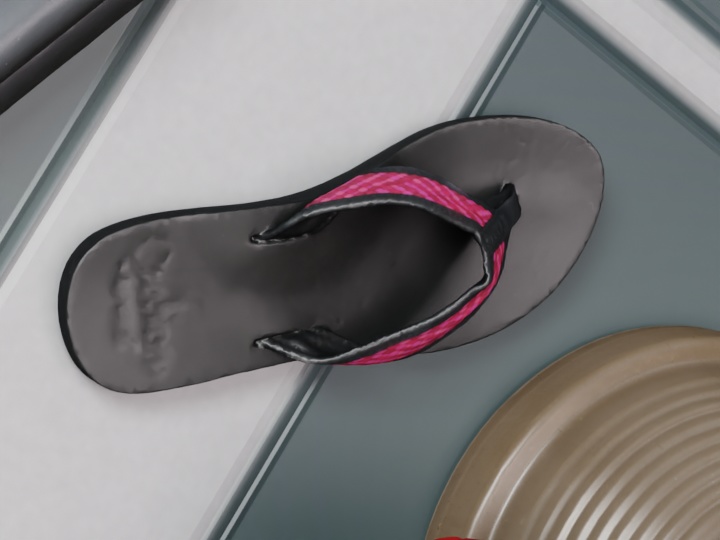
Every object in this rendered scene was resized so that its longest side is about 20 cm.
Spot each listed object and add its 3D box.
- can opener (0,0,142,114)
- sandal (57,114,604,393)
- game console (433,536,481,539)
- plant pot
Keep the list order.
[{"bbox_3d":[-0.078,-0.120,0.867,0.200,0.053,0.067,-41,82,-17],"label":"can opener"},{"bbox_3d":[0.000,0.000,0.919,0.199,0.045,0.076,-15,104,-26],"label":"sandal"},{"bbox_3d":[0.071,0.177,0.887,0.199,0.031,0.178,9,97,-33],"label":"game console"},{"bbox_3d":[0.124,0.125,0.980,0.200,0.093,0.202,-4,99,-27],"label":"plant pot"}]
